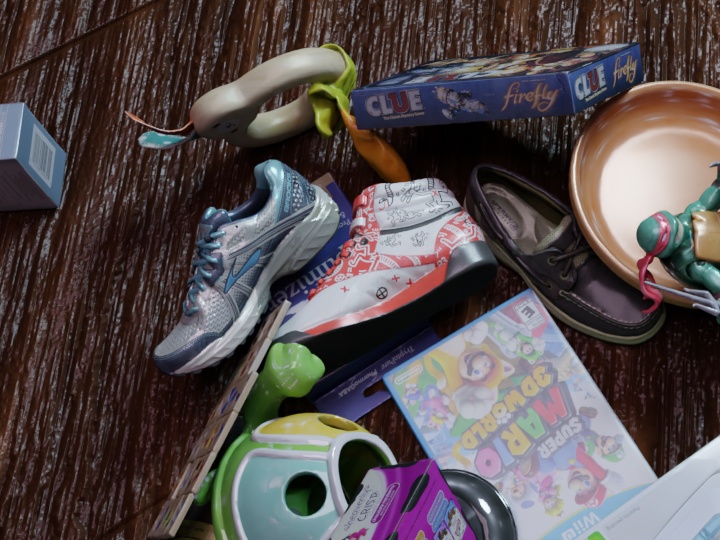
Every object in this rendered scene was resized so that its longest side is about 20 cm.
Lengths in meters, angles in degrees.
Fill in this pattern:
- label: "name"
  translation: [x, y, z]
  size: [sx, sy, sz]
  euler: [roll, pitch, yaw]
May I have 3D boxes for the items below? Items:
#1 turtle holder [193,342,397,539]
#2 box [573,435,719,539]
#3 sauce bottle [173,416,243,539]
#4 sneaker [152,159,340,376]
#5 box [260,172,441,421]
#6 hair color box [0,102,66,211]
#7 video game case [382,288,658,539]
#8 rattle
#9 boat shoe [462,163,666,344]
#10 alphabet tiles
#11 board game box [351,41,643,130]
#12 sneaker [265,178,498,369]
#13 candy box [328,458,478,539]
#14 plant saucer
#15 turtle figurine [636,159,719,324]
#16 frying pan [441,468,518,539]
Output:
- label: "turtle holder"
  translation: [-0.032, 0.161, 1.141]
  size: [0.132, 0.141, 0.186]
  euler: [-33, 38, 43]
- label: "box"
  translation: [0.254, 0.233, 1.061]
  size: [0.200, 0.097, 0.177]
  euler: [-31, 61, -14]
- label: "sauce bottle"
  translation: [-0.114, 0.214, 1.193]
  size: [0.065, 0.065, 0.200]
  euler: [12, 67, 18]
- label: "sneaker"
  translation: [-0.111, -0.005, 1.236]
  size: [0.200, 0.086, 0.078]
  euler: [-51, 29, -12]
- label: "box"
  translation: [-0.025, 0.024, 1.278]
  size: [0.121, 0.032, 0.200]
  euler: [-33, 63, -3]
- label: "hair color box"
  translation: [-0.381, -0.097, 1.383]
  size: [0.199, 0.099, 0.061]
  euler: [-4, 65, 12]
- label: "video game case"
  translation: [0.125, 0.129, 1.193]
  size: [0.143, 0.018, 0.200]
  euler: [-30, 66, -2]
- label: "rattle"
  translation: [-0.081, -0.101, 1.295]
  size: [0.200, 0.130, 0.143]
  euler: [-21, 89, -25]
- label: "boat shoe"
  translation: [0.159, -0.016, 1.231]
  size: [0.072, 0.066, 0.201]
  euler: [-44, 64, -11]
- label: "alphabet tiles"
  translation: [-0.109, 0.118, 1.185]
  size: [0.008, 0.167, 0.200]
  euler: [28, 75, -6]
- label: "board game box"
  translation: [0.112, -0.151, 1.243]
  size: [0.200, 0.135, 0.035]
  euler: [0, 107, 34]
- label: "sneaker"
  translation: [0.001, 0.000, 1.229]
  size: [0.201, 0.067, 0.108]
  euler: [-26, 62, -4]
- label: "candy box"
  translation: [0.047, 0.249, 1.037]
  size: [0.061, 0.200, 0.136]
  euler: [-15, 24, 33]
- label: "plant saucer"
  translation: [0.260, -0.058, 1.213]
  size: [0.200, 0.037, 0.201]
  euler: [4, 65, -8]
- label: "turtle figurine"
  translation: [0.277, -0.023, 1.125]
  size: [0.200, 0.101, 0.150]
  euler: [6, 81, -25]
- label: "frying pan"
  translation: [0.078, 0.239, 1.145]
  size: [0.115, 0.031, 0.190]
  euler: [-33, 63, 16]
